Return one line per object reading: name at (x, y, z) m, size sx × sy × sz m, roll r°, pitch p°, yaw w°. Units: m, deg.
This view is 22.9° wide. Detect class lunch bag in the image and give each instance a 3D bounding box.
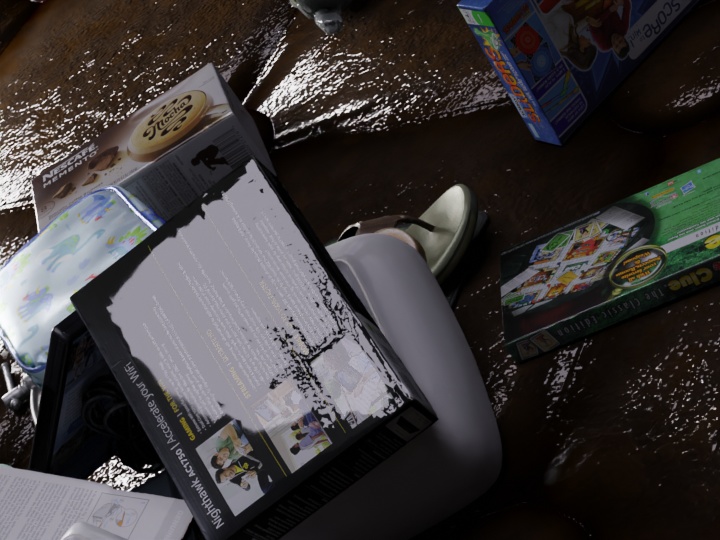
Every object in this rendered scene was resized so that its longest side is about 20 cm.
lunch bag at (-0.205, 0.020, 1.400) m, size 0.161 × 0.082 × 0.200 m, roll -44°, pitch 30°, yaw -5°

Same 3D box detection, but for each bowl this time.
bowl at (-0.029, 0.081, 1.121) m, size 0.200 × 0.075 × 0.200 m, roll -27°, pitch 64°, yaw 9°

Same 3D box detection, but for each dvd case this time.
dvd case at (-0.175, 0.074, 1.243) m, size 0.018 × 0.200 × 0.143 m, roll 35°, pitch 46°, yaw 16°

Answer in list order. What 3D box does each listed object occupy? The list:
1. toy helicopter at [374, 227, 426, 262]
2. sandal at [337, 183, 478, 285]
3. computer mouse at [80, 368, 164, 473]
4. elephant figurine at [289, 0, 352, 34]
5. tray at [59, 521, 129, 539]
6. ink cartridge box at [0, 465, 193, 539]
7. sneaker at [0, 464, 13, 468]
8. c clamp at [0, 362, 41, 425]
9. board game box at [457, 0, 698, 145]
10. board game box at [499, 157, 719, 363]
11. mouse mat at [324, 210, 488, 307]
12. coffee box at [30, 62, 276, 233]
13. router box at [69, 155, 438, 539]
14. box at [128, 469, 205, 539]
toy helicopter at (-0.017, 0.063, 1.199) m, size 0.132 × 0.079 × 0.200 m, roll 37°, pitch 93°, yaw 31°
sandal at (-0.001, 0.001, 1.289) m, size 0.201 × 0.057 × 0.080 m, roll -33°, pitch 29°, yaw 6°
computer mouse at (-0.106, 0.054, 1.257) m, size 0.053 × 0.139 × 0.200 m, roll 31°, pitch 73°, yaw 22°
elephant figurine at (-0.014, -0.347, 1.709) m, size 0.200 × 0.155 × 0.142 m, roll -44°, pitch 9°, yaw 1°
tray at (-0.139, 0.212, 1.072) m, size 0.200 × 0.022 × 0.107 m, roll 15°, pitch 53°, yaw 37°
ink cartridge box at (-0.217, 0.210, 1.164) m, size 0.200 × 0.050 × 0.161 m, roll 7°, pitch 48°, yaw 23°
sneaker at (-0.284, 0.195, 1.288) m, size 0.118 × 0.074 × 0.200 m, roll -48°, pitch 30°, yaw -9°
c clamp at (-0.210, 0.063, 1.449) m, size 0.200 × 0.027 × 0.171 m, roll -33°, pitch 31°, yaw 4°
board game box at (0.177, -0.211, 1.349) m, size 0.200 × 0.135 × 0.034 m, roll -45°, pitch 33°, yaw -18°
board game box at (0.186, -0.013, 1.178) m, size 0.200 × 0.023 × 0.105 m, roll -23°, pitch 31°, yaw 20°
mouse mat at (0.002, 0.033, 1.307) m, size 0.161 × 0.008 × 0.200 m, roll -10°, pitch 40°, yaw 35°
coffee box at (-0.185, -0.081, 1.570) m, size 0.200 × 0.080 × 0.113 m, roll -32°, pitch 32°, yaw 5°
router box at (-0.068, 0.051, 1.076) m, size 0.149 × 0.051 × 0.200 m, roll -37°, pitch 62°, yaw 6°
box at (-0.160, 0.233, 1.149) m, size 0.159 × 0.046 × 0.200 m, roll -31°, pitch 32°, yaw 5°
